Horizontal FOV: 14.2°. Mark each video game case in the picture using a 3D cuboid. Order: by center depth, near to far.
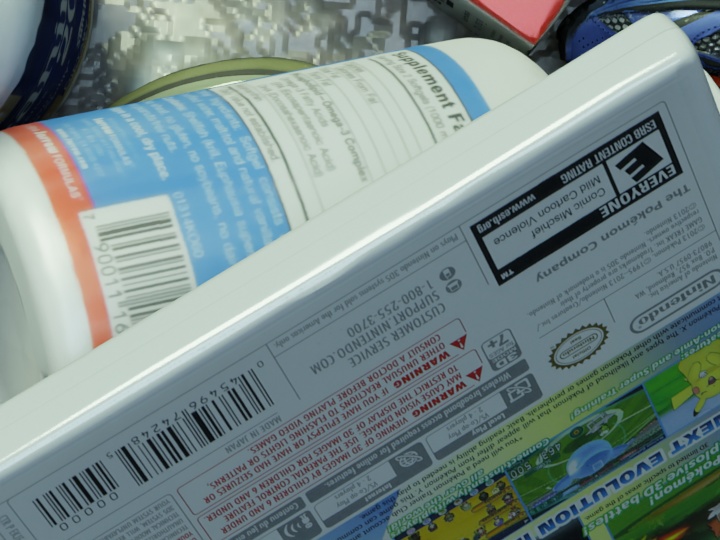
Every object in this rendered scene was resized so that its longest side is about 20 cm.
[{"bbox_3d":[0.018,0.049,0.726,0.200,0.182,0.022,-31,47,-2],"label":"video game case"}]

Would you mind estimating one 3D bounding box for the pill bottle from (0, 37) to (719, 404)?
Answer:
[{"bbox_3d":[0.000,0.000,0.769,0.200,0.112,0.112,-12,92,-20],"label":"pill bottle"}]

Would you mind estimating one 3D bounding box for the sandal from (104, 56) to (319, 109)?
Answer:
[{"bbox_3d":[-0.082,0.007,0.838,0.201,0.057,0.080,-26,129,4],"label":"sandal"}]

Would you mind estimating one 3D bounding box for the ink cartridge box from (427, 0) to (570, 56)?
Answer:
[{"bbox_3d":[0.032,-0.191,0.833,0.175,0.084,0.200,33,92,0],"label":"ink cartridge box"}]

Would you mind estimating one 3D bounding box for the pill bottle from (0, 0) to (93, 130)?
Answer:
[{"bbox_3d":[-0.135,-0.077,0.779,0.111,0.200,0.111,0,92,1],"label":"pill bottle"}]

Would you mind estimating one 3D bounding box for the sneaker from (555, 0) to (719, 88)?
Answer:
[{"bbox_3d":[0.155,-0.049,0.843,0.200,0.075,0.079,9,95,2],"label":"sneaker"}]
